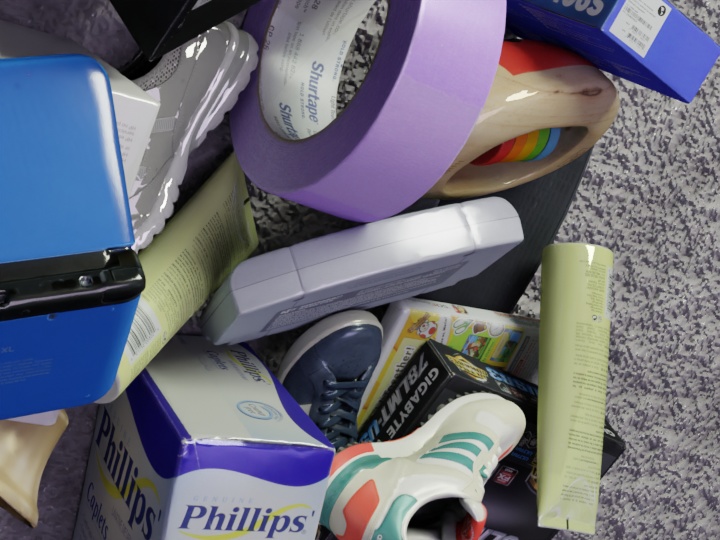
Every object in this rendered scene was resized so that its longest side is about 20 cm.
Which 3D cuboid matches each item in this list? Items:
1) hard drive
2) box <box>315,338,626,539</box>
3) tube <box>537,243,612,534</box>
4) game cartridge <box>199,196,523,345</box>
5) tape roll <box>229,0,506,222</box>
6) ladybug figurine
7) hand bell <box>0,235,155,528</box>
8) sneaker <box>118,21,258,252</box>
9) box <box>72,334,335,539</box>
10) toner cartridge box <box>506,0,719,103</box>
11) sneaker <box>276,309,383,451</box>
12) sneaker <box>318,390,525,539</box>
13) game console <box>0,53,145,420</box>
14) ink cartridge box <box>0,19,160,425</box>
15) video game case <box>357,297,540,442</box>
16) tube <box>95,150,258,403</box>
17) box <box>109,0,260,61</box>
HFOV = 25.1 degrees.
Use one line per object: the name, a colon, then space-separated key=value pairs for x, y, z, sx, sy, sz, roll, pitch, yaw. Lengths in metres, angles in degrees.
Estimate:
hard drive: x=0.096 y=-0.059 z=1.175 sx=0.134 sy=0.042 sz=0.201 roll=20 pitch=99 yaw=-34
box: x=0.070 y=0.167 z=1.211 sx=0.199 sy=0.050 sz=0.199 roll=24 pitch=108 yaw=-37
tube: x=0.149 y=0.083 z=1.148 sx=0.058 sy=0.052 sz=0.202 roll=5 pitch=79 yaw=-11
game cartridge: x=0.000 y=0.000 z=1.052 sx=0.199 sy=0.133 sz=0.041 roll=-15 pitch=84 yaw=-19
tape roll: x=0.000 y=-0.134 z=0.991 sx=0.065 sy=0.200 sz=0.201 roll=18 pitch=100 yaw=-35
ladybug figurine: x=0.091 y=-0.103 z=1.059 sx=0.135 sy=0.072 sz=0.199 roll=-35 pitch=163 yaw=34
hand bell: x=-0.189 y=0.054 z=1.046 sx=0.200 sy=0.104 sz=0.104 roll=-53 pitch=127 yaw=-17
sneaker: x=-0.149 y=-0.082 z=1.014 sx=0.082 sy=0.075 sz=0.201 roll=35 pitch=79 yaw=-30
box: x=-0.113 y=0.166 z=1.058 sx=0.104 sy=0.184 sz=0.202 roll=7 pitch=106 yaw=-25
toner cartridge box: x=0.136 y=-0.172 z=1.055 sx=0.095 sy=0.200 sz=0.043 roll=32 pitch=92 yaw=-36
sneaker: x=-0.025 y=0.121 z=1.119 sx=0.074 sy=0.085 sz=0.201 roll=0 pitch=130 yaw=-32
sneaker: x=0.058 y=0.145 z=1.069 sx=0.199 sy=0.093 sz=0.071 roll=-15 pitch=132 yaw=-45
game console: x=-0.225 y=-0.007 z=0.844 sx=0.199 sy=0.119 sz=0.171 roll=-8 pitch=146 yaw=-26
ink cartridge box: x=-0.232 y=-0.038 z=0.928 sx=0.146 sy=0.146 sz=0.201 roll=13 pitch=104 yaw=-33
video game case: x=0.061 y=0.117 z=1.216 sx=0.181 sy=0.023 sz=0.201 roll=10 pitch=118 yaw=-33
tube: x=-0.121 y=0.006 z=1.031 sx=0.052 sy=0.058 sz=0.200 roll=40 pitch=46 yaw=-2
box: x=-0.097 y=-0.247 z=0.875 sx=0.148 sy=0.124 sz=0.201 roll=-32 pitch=90 yaw=-23
